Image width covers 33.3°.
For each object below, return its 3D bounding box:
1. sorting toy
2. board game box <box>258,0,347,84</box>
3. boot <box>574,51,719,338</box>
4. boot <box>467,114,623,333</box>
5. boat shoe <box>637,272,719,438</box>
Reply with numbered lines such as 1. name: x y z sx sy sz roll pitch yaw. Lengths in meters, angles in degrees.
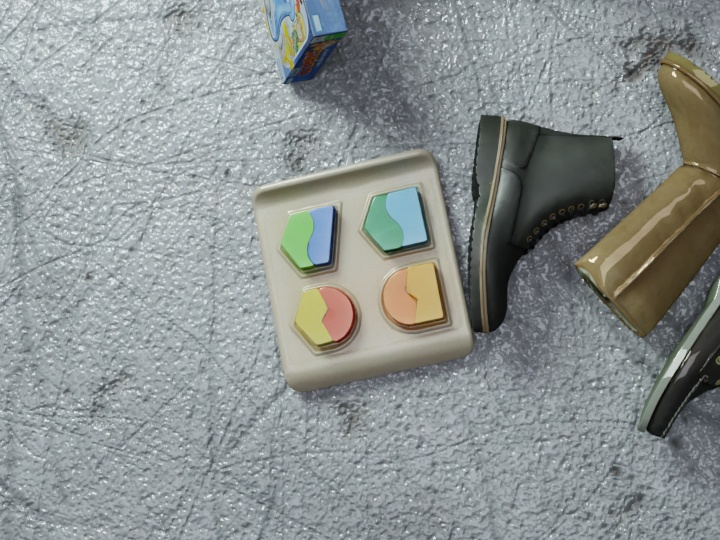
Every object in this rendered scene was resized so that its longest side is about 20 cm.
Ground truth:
1. sorting toy: 0.000 0.000 1.139 0.183 0.036 0.202 -12 85 5
2. board game box: -0.070 -0.291 1.115 0.034 0.135 0.202 -14 84 -18
3. boot: 0.270 -0.067 1.081 0.200 0.066 0.175 -45 101 2
4. boot: 0.169 -0.039 1.107 0.137 0.077 0.203 5 88 2
5. boat shoe: 0.320 0.069 1.080 0.060 0.072 0.202 31 88 11
